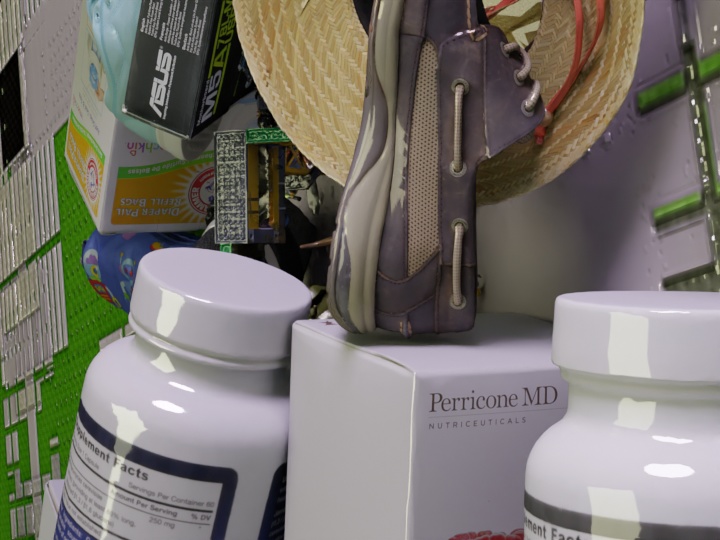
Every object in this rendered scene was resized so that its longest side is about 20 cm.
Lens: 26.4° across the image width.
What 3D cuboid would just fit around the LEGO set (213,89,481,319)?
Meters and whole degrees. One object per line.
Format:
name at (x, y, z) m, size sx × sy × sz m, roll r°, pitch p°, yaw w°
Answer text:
LEGO set at (0.000, 0.000, 0.802) m, size 0.153 × 0.115 × 0.202 m, roll -8°, pitch 87°, yaw 34°

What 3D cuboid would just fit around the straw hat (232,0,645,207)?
straw hat at (0.047, -0.125, 0.678) m, size 0.199 × 0.085 × 0.203 m, roll 11°, pitch 111°, yaw 31°

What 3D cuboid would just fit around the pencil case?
pencil case at (-0.128, 0.006, 1.055) m, size 0.200 × 0.078 × 0.088 m, roll 25°, pitch 139°, yaw 60°

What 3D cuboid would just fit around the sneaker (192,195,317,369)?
sneaker at (-0.056, 0.029, 0.939) m, size 0.201 × 0.072 × 0.113 m, roll 86°, pitch -158°, yaw -53°

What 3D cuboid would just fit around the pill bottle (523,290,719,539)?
pill bottle at (0.113, 0.111, 0.525) m, size 0.116 × 0.115 × 0.202 m, roll 5°, pitch 95°, yaw 64°

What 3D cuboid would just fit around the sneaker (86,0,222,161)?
sneaker at (-0.115, -0.149, 0.829) m, size 0.074 × 0.081 × 0.201 m, roll -54°, pitch -18°, yaw -45°

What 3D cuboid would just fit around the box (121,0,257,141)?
box at (-0.042, -0.190, 0.775) m, size 0.047 × 0.193 × 0.201 m, roll 25°, pitch 124°, yaw 14°

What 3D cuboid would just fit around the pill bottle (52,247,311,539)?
pill bottle at (-0.083, 0.097, 0.726) m, size 0.111 × 0.110 × 0.202 m, roll 39°, pitch 119°, yaw 57°

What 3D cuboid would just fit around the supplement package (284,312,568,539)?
supplement package at (0.042, 0.127, 0.664) m, size 0.120 × 0.120 × 0.202 m, roll 17°, pitch 107°, yaw 63°

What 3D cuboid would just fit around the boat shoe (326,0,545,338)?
boat shoe at (0.037, -0.069, 0.616) m, size 0.075 × 0.073 × 0.202 m, roll -72°, pitch -7°, yaw -73°

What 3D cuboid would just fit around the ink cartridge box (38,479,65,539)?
ink cartridge box at (-0.141, 0.239, 1.020) m, size 0.084 × 0.145 × 0.202 m, roll -132°, pitch 48°, yaw -54°

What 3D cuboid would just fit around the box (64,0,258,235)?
box at (-0.118, -0.134, 0.992) m, size 0.102 × 0.111 × 0.202 m, roll 55°, pitch 139°, yaw 48°
